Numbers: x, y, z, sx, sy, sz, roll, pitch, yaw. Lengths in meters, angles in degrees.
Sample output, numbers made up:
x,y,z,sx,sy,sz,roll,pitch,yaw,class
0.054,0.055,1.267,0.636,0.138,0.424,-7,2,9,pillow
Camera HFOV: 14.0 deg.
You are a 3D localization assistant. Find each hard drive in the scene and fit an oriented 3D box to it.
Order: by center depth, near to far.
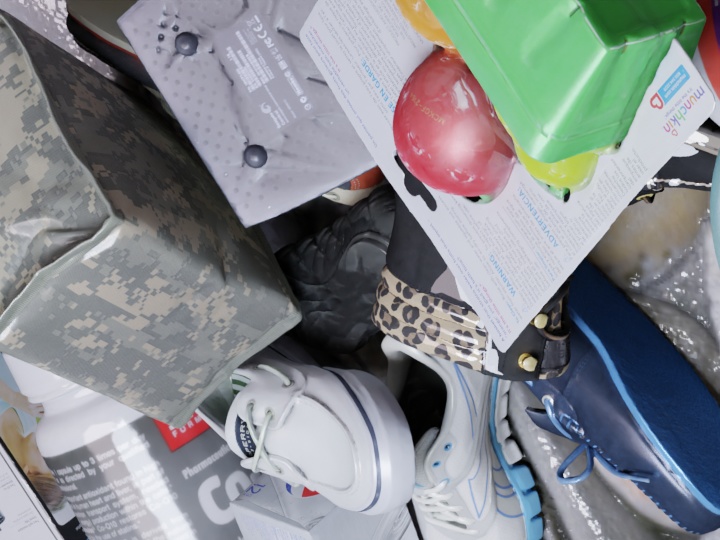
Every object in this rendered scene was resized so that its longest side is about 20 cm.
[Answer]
x,y,z,sx,sy,sz,roll,pitch,yaw,class
-0.005,-0.122,1.423,0.200,0.042,0.135,-31,95,22,hard drive

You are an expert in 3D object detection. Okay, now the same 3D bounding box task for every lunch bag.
x,y,z,sx,sy,sz,roll,pitch,yaw,class
-0.148,-0.039,1.509,0.118,0.164,0.200,-41,53,16,lunch bag

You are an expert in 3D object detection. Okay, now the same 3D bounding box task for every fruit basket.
x,y,z,sx,sy,sz,roll,pitch,yaw,class
0.061,-0.089,1.273,0.185,0.094,0.200,57,148,18,fruit basket

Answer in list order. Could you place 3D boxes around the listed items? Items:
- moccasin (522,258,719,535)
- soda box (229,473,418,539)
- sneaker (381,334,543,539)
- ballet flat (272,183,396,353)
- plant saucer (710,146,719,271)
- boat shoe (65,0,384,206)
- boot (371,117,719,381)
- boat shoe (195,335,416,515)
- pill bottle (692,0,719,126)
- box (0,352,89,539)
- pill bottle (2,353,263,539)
x,y,z,sx,sy,sz,roll,pitch,yaw,class
0.114,0.053,1.459,0.068,0.080,0.200,-48,69,31,moccasin
0.001,0.188,1.603,0.063,0.068,0.200,16,136,43,soda box
0.040,0.099,1.535,0.075,0.087,0.200,9,122,34,sneaker
0.000,0.000,1.516,0.066,0.057,0.200,49,156,-7,ballet flat
0.230,0.001,1.212,0.200,0.027,0.200,20,130,25,plant saucer
-0.070,-0.095,1.523,0.200,0.071,0.063,24,131,22,boat shoe
0.102,-0.023,1.374,0.200,0.073,0.151,13,112,5,boot
-0.037,0.084,1.516,0.200,0.067,0.074,-158,62,-65,boat shoe
0.235,-0.118,1.223,0.200,0.112,0.113,-7,111,41,pill bottle
-0.235,0.100,1.780,0.117,0.060,0.200,-30,94,45,box
-0.110,0.108,1.644,0.114,0.114,0.200,-20,102,45,pill bottle
